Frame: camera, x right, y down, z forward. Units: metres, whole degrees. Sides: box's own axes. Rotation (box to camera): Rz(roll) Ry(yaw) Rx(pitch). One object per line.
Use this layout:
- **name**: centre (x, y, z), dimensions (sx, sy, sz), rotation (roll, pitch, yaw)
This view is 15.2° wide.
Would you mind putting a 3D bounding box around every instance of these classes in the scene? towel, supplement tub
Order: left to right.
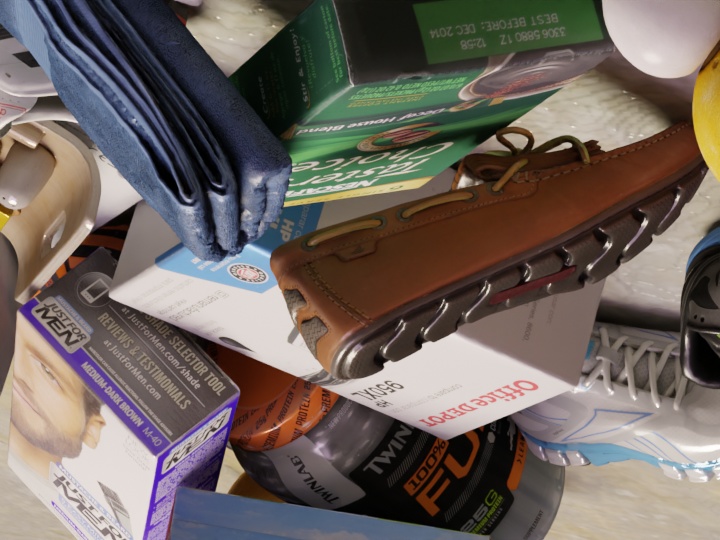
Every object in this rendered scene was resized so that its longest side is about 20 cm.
- **towel**: centre (-0.107, -0.092, 1.069), dimensions (0.200, 0.049, 0.112), rotation (50, 169, 9)
- **supplement tub**: centre (0.011, 0.088, 1.475), dimensions (0.123, 0.123, 0.200), rotation (-4, 152, 42)

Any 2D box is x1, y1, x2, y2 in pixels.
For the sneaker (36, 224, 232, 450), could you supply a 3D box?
- **sneaker**: centre (-0.117, 0.031, 1.514), dimensions (0.112, 0.078, 0.200), rotation (9, 147, 30)

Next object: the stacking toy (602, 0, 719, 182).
- **stacking toy**: centre (0.178, -0.059, 1.030), dimensions (0.200, 0.146, 0.146), rotation (37, 158, 0)

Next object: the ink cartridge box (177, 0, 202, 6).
- **ink cartridge box**: centre (-0.110, -0.185, 0.931), dimensions (0.144, 0.084, 0.200), rotation (16, 160, 2)

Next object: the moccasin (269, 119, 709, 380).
- **moccasin**: centre (0.057, -0.022, 1.139), dimensions (0.201, 0.078, 0.074), rotation (-24, 158, -15)

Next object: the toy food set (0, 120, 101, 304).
- **toy food set**: centre (-0.231, -0.055, 1.308), dimensions (0.200, 0.060, 0.144), rotation (30, 155, -9)

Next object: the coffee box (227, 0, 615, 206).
- **coffee box**: centre (0.008, -0.072, 1.116), dimensions (0.123, 0.044, 0.200), rotation (-9, 170, -26)

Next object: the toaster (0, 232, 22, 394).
- **toaster**: centre (-0.281, 0.029, 1.470), dimensions (0.200, 0.181, 0.119), rotation (13, 162, 12)

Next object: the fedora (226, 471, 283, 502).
- **fedora**: centre (0.017, 0.162, 1.609), dimensions (0.201, 0.201, 0.082), rotation (19, 138, -8)

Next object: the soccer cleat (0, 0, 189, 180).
- **soccer cleat**: centre (-0.169, -0.104, 1.176), dimensions (0.200, 0.085, 0.069), rotation (21, 159, -13)

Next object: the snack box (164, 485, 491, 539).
- **snack box**: centre (-0.011, 0.183, 1.453), dimensions (0.169, 0.068, 0.200), rotation (8, 162, 9)

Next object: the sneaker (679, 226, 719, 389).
- **sneaker**: centre (0.191, 0.006, 1.190), dimensions (0.071, 0.083, 0.200), rotation (19, 159, -7)

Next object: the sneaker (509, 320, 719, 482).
- **sneaker**: centre (0.135, 0.059, 1.386), dimensions (0.200, 0.075, 0.087), rotation (-7, 143, 46)

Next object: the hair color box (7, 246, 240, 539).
- **hair color box**: centre (-0.130, 0.085, 1.431), dimensions (0.109, 0.065, 0.200), rotation (45, 154, 15)

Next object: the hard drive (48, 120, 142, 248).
- **hard drive**: centre (-0.164, -0.072, 1.321), dimensions (0.132, 0.027, 0.200), rotation (30, 155, -17)

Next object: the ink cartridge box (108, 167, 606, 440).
- **ink cartridge box**: centre (0.000, 0.000, 1.314), dimensions (0.200, 0.084, 0.145), rotation (24, 158, -19)
